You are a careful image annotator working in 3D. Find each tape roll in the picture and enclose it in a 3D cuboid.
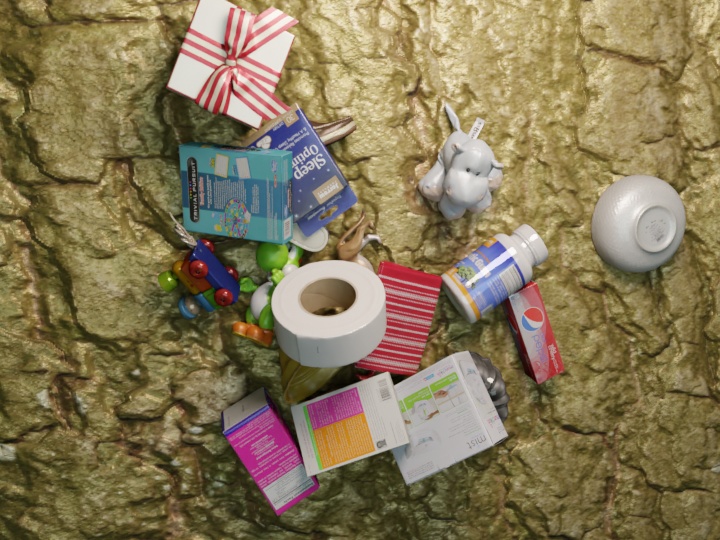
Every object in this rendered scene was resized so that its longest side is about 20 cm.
[{"bbox_3d":[-0.054,0.071,1.238,0.198,0.204,0.072,-11,130,-9],"label":"tape roll"}]

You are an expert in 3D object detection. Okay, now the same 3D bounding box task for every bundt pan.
[{"bbox_3d":[0.214,0.270,1.453,0.197,0.076,0.207,-2,100,-11],"label":"bundt pan"}]

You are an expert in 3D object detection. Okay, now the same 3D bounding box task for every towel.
[{"bbox_3d":[0.071,0.093,1.351,0.142,0.022,0.204,12,97,-27],"label":"towel"}]

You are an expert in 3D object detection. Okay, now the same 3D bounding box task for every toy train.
[{"bbox_3d":[-0.313,-0.005,1.270,0.114,0.085,0.201,-28,120,17],"label":"toy train"}]

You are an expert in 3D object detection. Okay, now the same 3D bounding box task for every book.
[{"bbox_3d":[-0.020,0.285,1.334,0.196,0.048,0.136,-20,75,6],"label":"book"}]

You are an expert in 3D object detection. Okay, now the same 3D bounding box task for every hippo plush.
[{"bbox_3d":[0.212,-0.184,1.323,0.157,0.161,0.204,19,96,-14],"label":"hippo plush"}]

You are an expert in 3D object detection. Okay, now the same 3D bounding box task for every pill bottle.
[{"bbox_3d":[0.261,0.000,1.393,0.199,0.112,0.113,-36,105,-4],"label":"pill bottle"}]

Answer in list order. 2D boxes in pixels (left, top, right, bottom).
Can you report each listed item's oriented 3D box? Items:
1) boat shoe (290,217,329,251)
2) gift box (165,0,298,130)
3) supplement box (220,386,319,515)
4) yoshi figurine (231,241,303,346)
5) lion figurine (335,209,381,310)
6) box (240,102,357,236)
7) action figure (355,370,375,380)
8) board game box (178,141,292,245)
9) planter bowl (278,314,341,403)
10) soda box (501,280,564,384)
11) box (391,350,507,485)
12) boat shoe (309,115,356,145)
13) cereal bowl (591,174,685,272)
[{"bbox_3d":[-0.145,-0.105,1.312,0.197,0.062,0.076,25,103,-7],"label":"boat shoe"},{"bbox_3d":[-0.200,-0.343,1.194,0.196,0.187,0.188,17,97,-13],"label":"gift box"},{"bbox_3d":[-0.172,0.343,1.371,0.102,0.101,0.202,-30,106,-6],"label":"supplement box"},{"bbox_3d":[-0.174,0.026,1.308,0.111,0.112,0.203,21,79,5],"label":"yoshi figurine"},{"bbox_3d":[0.000,0.000,1.369,0.121,0.072,0.203,-25,90,4],"label":"lion figurine"},{"bbox_3d":[-0.104,-0.172,1.254,0.120,0.032,0.202,-33,97,7],"label":"box"},{"bbox_3d":[0.051,0.122,1.393,0.051,0.065,0.202,32,85,6],"label":"action figure"},{"bbox_3d":[-0.214,-0.136,1.244,0.196,0.047,0.154,9,110,18],"label":"board game box"},{"bbox_3d":[-0.091,0.145,1.338,0.083,0.200,0.201,43,89,21],"label":"planter bowl"},{"bbox_3d":[0.346,0.122,1.459,0.069,0.063,0.203,-24,104,-7],"label":"soda box"},{"bbox_3d":[0.145,0.277,1.352,0.198,0.096,0.179,-33,75,25],"label":"box"},{"bbox_3d":[-0.107,-0.246,1.292,0.199,0.075,0.076,-24,98,-6],"label":"boat shoe"},{"bbox_3d":[0.576,-0.092,1.458,0.196,0.083,0.205,-2,100,-12],"label":"cereal bowl"}]
